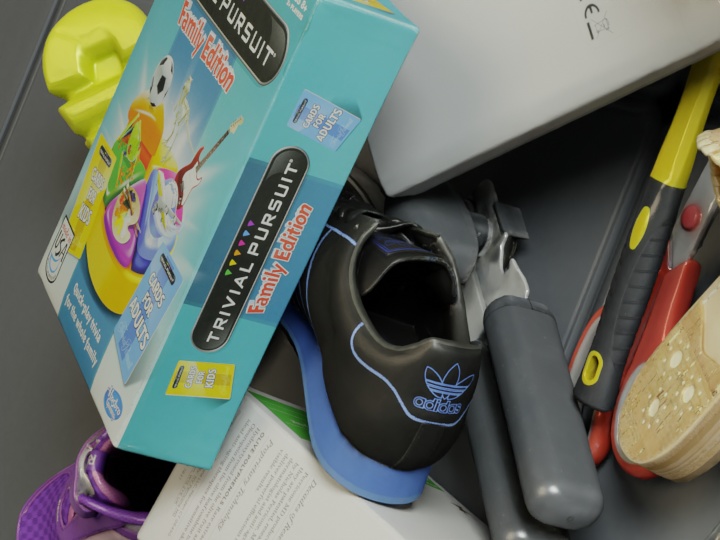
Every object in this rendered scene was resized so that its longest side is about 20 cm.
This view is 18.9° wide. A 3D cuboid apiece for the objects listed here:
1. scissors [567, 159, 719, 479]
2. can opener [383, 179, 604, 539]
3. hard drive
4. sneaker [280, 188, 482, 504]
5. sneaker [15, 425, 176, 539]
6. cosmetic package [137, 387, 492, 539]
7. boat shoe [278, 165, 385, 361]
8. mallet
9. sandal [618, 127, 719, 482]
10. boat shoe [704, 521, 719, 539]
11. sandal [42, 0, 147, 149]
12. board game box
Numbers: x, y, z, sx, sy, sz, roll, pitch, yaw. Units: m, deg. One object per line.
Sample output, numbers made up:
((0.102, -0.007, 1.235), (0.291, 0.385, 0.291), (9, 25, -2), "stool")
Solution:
((0.123, -0.012, 0.854), (0.073, 0.014, 0.201), (27, 105, 58), "scissors")
((0.046, 0.034, 0.895), (0.053, 0.067, 0.200), (-58, 27, 34), "can opener")
((0.061, -0.121, 0.848), (0.200, 0.026, 0.132), (-24, 79, 49), "hard drive")
((0.000, 0.000, 0.879), (0.078, 0.070, 0.200), (-61, 36, 30), "sneaker")
((-0.107, 0.104, 1.021), (0.200, 0.088, 0.081), (-17, 61, 43), "sneaker")
((0.010, 0.134, 0.866), (0.200, 0.107, 0.085), (35, 98, 47), "cosmetic package")
((-0.019, 0.004, 0.989), (0.070, 0.066, 0.200), (-47, 44, 21), "boat shoe")
((0.115, -0.045, 0.837), (0.066, 0.041, 0.201), (42, 117, 45), "mallet")
((0.142, -0.019, 0.765), (0.212, 0.069, 0.078), (-56, 24, 20), "sandal")
((0.178, 0.069, 0.749), (0.200, 0.062, 0.075), (-40, 50, 29), "boat shoe")
((-0.093, -0.037, 1.084), (0.079, 0.087, 0.201), (-18, 77, 15), "sandal")
((-0.062, -0.045, 0.889), (0.201, 0.047, 0.151), (-65, 30, 18), "board game box")
